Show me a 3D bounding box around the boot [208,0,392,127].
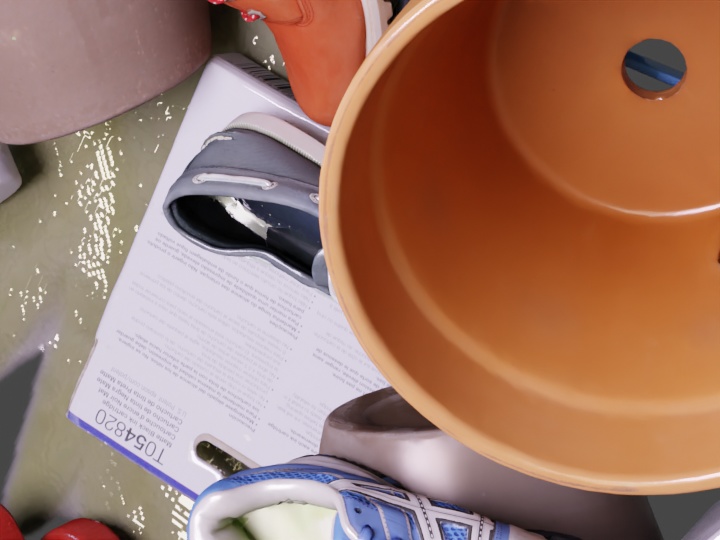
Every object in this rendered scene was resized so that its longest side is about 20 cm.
[{"bbox_3d":[-0.049,-0.135,0.747,0.106,0.075,0.201,-25,126,-13],"label":"boot"}]

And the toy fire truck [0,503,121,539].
[{"bbox_3d":[-0.179,0.228,0.919,0.168,0.112,0.201,-34,84,42],"label":"toy fire truck"}]

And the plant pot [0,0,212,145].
[{"bbox_3d":[-0.147,-0.158,0.802,0.198,0.200,0.176,-13,111,24],"label":"plant pot"}]

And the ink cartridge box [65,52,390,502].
[{"bbox_3d":[-0.023,0.030,0.846,0.198,0.041,0.201,31,108,14],"label":"ink cartridge box"}]

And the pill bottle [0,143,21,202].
[{"bbox_3d":[-0.252,-0.114,0.880,0.114,0.114,0.202,-27,89,24],"label":"pill bottle"}]

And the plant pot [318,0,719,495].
[{"bbox_3d":[0.096,-0.044,0.616,0.198,0.140,0.202,6,122,10],"label":"plant pot"}]

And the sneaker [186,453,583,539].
[{"bbox_3d":[0.024,0.118,0.622,0.198,0.077,0.077,13,90,33],"label":"sneaker"}]

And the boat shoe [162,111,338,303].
[{"bbox_3d":[0.000,0.000,0.753,0.199,0.062,0.073,31,138,26],"label":"boat shoe"}]

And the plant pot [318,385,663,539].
[{"bbox_3d":[0.052,0.138,0.741,0.198,0.200,0.176,-6,98,23],"label":"plant pot"}]

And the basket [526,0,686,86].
[{"bbox_3d":[0.112,-0.165,0.703,0.198,0.139,0.178,18,106,28],"label":"basket"}]

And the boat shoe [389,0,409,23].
[{"bbox_3d":[0.067,-0.045,0.759,0.074,0.062,0.201,-26,73,-6],"label":"boat shoe"}]

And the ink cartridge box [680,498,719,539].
[{"bbox_3d":[0.189,0.096,0.681,0.136,0.200,0.076,-44,81,22],"label":"ink cartridge box"}]
